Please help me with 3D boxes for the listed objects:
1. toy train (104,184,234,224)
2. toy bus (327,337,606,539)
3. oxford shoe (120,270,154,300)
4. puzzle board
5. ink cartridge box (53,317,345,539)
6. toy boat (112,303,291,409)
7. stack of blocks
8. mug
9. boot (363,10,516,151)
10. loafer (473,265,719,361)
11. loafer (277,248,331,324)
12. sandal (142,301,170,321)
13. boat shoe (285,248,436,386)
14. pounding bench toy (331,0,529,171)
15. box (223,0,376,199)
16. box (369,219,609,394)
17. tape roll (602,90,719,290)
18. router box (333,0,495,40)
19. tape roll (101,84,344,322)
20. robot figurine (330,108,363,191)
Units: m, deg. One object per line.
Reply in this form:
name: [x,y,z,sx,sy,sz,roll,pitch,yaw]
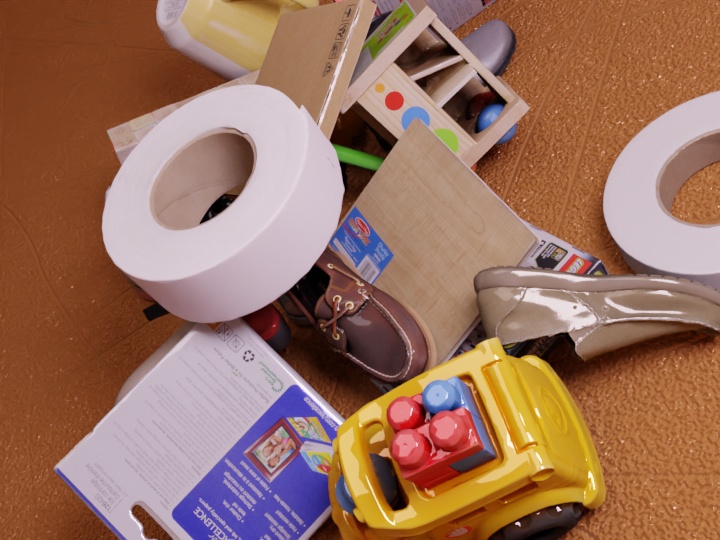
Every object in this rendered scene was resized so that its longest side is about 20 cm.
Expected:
toy train: [-0.177,-0.076,1.136,0.199,0.087,0.114,4,11,-3]
toy bus: [0.048,0.136,0.721,0.200,0.192,0.136,-29,63,15]
oxford shoe: [-0.203,-0.005,1.151,0.199,0.074,0.071,-4,52,35]
puzzle board: [0.058,-0.024,0.909,0.151,0.017,0.200,-54,45,17]
ink cartridge box: [-0.119,0.163,0.874,0.198,0.047,0.200,43,84,8]
toy boat: [-0.132,0.125,0.965,0.200,0.131,0.131,-44,69,-5]
stack of blocks: [-0.187,-0.146,1.234,0.199,0.115,0.059,-24,39,-9]
mug: [-0.152,-0.317,1.247,0.187,0.153,0.150,-45,45,31]
boot: [0.068,-0.231,1.104,0.200,0.132,0.070,-42,39,-2]
loafer: [0.186,0.037,0.793,0.199,0.076,0.068,4,85,10]
loafer: [0.000,0.000,0.999,0.199,0.063,0.072,-19,45,24]
sandal: [-0.137,0.001,0.932,0.200,0.045,0.075,-19,9,40]
boat shoe: [-0.014,0.038,0.901,0.200,0.070,0.071,38,108,46]
pounding bench toy: [0.044,-0.143,1.020,0.200,0.156,0.124,-44,18,13]
box: [-0.066,-0.160,0.991,0.163,0.021,0.201,12,82,57]
box: [0.111,0.052,0.888,0.200,0.035,0.110,-46,40,-7]
tape roll: [0.302,-0.068,0.849,0.202,0.037,0.203,-20,44,21]
router box: [0.067,-0.313,1.135,0.179,0.200,0.049,-35,75,6]
tape roll: [-0.116,-0.059,0.869,0.202,0.071,0.203,-16,50,20]
robot figurine: [-0.054,-0.163,1.140,0.058,0.145,0.200,-14,37,35]
